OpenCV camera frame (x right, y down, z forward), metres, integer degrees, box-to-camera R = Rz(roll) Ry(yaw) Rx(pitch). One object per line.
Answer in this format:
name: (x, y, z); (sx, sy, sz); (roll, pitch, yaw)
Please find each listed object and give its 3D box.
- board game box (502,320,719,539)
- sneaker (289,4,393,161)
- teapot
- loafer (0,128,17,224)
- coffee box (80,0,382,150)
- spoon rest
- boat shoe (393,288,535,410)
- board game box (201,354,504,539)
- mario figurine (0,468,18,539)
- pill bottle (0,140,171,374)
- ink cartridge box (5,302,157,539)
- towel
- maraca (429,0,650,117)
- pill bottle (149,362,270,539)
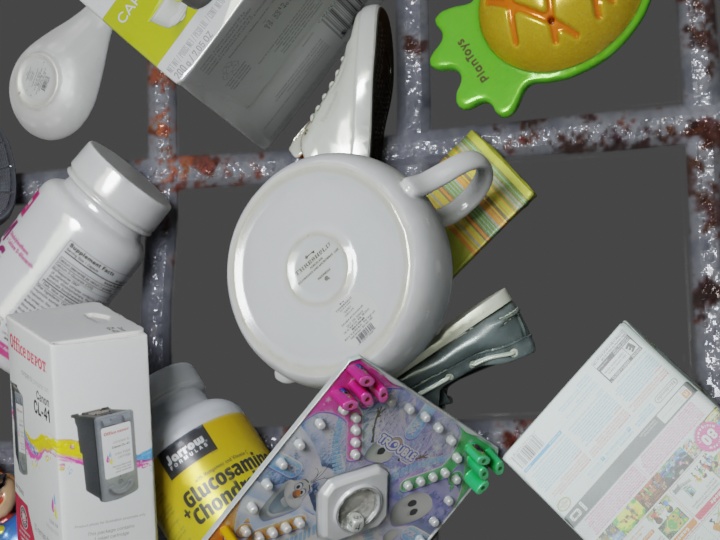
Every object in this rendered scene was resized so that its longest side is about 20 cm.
board game box: (0.234, 0.162, 1.101); (0.148, 0.064, 0.200); (-48, 69, 7)
sneaker: (-0.021, -0.135, 1.231); (0.083, 0.073, 0.203); (6, 84, 18)
teapot: (0.000, 0.000, 1.146); (0.198, 0.146, 0.201); (3, 88, 27)
loafer: (-0.386, -0.126, 1.371); (0.071, 0.063, 0.202); (-25, 76, -18)
coffee box: (-0.122, -0.263, 1.220); (0.197, 0.200, 0.200); (41, 94, 20)
spoon rest: (-0.272, -0.220, 1.348); (0.099, 0.060, 0.202); (32, 105, 22)
boat shoe: (0.055, 0.096, 1.168); (0.199, 0.073, 0.062); (-37, 89, 9)
board game box: (-0.002, 0.187, 1.109); (0.201, 0.199, 0.026); (-51, 41, 4)
mario figurine: (-0.308, 0.224, 1.246); (0.199, 0.123, 0.107); (38, 106, 16)
pill bottle: (-0.267, -0.009, 1.272); (0.113, 0.113, 0.201); (41, 94, 20)
ink cartridge box: (-0.229, 0.140, 1.155); (0.147, 0.085, 0.203); (16, 110, 61)
towel: (0.055, -0.023, 1.219); (0.200, 0.018, 0.086); (-45, 65, 8)
maraca: (0.149, -0.213, 1.169); (0.199, 0.107, 0.138); (-36, 64, 10)
pill bottle: (-0.124, 0.182, 1.192); (0.112, 0.112, 0.201); (-39, 71, 9)
